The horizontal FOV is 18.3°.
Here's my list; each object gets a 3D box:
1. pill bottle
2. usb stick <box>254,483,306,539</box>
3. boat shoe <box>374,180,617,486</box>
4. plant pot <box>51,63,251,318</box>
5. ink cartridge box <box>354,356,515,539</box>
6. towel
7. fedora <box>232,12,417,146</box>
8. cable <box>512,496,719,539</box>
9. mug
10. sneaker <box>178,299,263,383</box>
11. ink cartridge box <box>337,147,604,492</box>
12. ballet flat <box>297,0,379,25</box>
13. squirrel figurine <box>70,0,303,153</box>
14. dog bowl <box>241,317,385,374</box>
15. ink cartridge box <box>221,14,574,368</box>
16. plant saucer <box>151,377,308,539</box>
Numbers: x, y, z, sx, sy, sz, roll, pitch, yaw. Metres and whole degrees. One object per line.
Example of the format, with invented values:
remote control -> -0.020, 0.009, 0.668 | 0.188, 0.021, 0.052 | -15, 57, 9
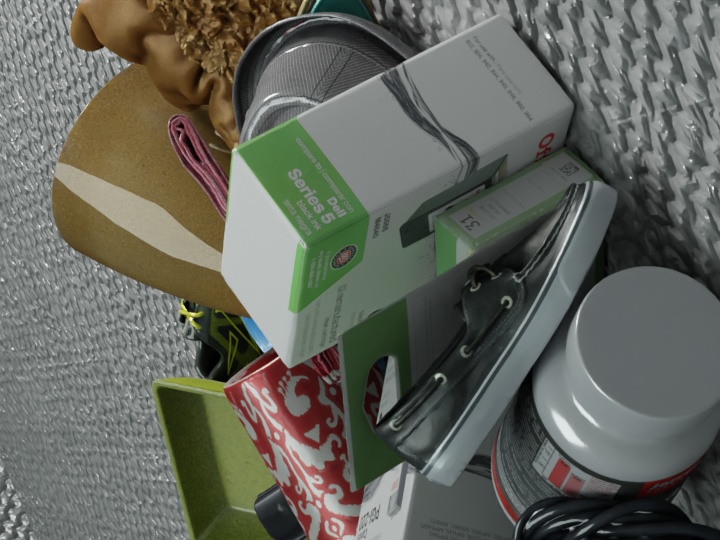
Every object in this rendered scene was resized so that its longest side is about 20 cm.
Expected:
pill bottle -> 0.149, 0.085, 1.320 | 0.116, 0.115, 0.200 | 57, 159, 19
usb stick -> -0.025, 0.181, 1.893 | 0.056, 0.033, 0.200 | 50, 138, -2
boat shoe -> 0.078, 0.030, 1.286 | 0.056, 0.201, 0.069 | 31, -172, -3
plant pot -> -0.109, -0.047, 1.768 | 0.200, 0.186, 0.187 | 33, 146, 30
ink cartridge box -> 0.057, 0.137, 1.508 | 0.146, 0.084, 0.201 | 132, 149, -68
towel -> -0.069, -0.010, 1.534 | 0.144, 0.023, 0.200 | 58, 179, 26
fedora -> -0.022, -0.072, 1.500 | 0.176, 0.090, 0.201 | 26, 137, 10
cable -> 0.171, 0.189, 1.336 | 0.199, 0.051, 0.163 | 30, 155, -17
mug -> -0.022, 0.151, 1.726 | 0.177, 0.133, 0.201 | -28, 97, 44
sneaker -> -0.123, 0.021, 1.970 | 0.074, 0.084, 0.201 | 33, 145, 52
ink cartridge box -> 0.060, 0.030, 1.357 | 0.048, 0.199, 0.146 | 45, 153, 38
ballet flat -> -0.015, -0.122, 1.571 | 0.063, 0.068, 0.201 | -117, 14, -56
squirrel figurine -> -0.101, -0.162, 1.640 | 0.187, 0.141, 0.200 | 56, 162, 6
dog bowl -> -0.045, 0.042, 1.854 | 0.200, 0.049, 0.112 | 46, 153, 43
ink cartridge box -> 0.021, -0.048, 1.367 | 0.084, 0.199, 0.146 | 53, 157, 23
plant saucer -> -0.073, 0.177, 1.983 | 0.199, 0.048, 0.201 | 10, 130, 26
